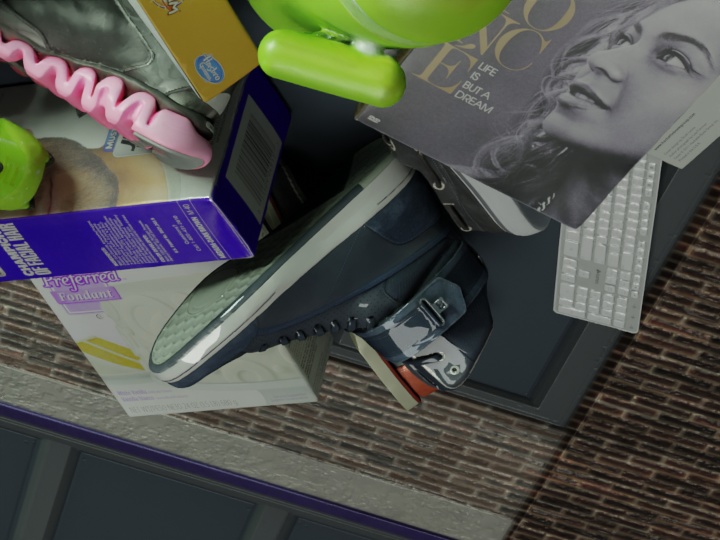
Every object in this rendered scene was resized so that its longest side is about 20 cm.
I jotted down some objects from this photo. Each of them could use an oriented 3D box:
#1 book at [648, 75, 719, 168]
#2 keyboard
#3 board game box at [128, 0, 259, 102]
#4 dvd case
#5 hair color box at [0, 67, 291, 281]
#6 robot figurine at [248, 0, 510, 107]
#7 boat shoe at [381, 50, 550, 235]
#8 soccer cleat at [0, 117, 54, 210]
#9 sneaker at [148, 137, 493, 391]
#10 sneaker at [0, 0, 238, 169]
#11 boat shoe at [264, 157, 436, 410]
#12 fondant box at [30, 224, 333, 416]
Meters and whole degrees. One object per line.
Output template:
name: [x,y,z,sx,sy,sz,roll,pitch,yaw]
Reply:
book: [0.133,-0.139,1.591,0.200,0.048,0.134,27,141,-19]
keyboard: [0.149,-0.024,1.781,0.056,0.011,0.200,10,146,7]
board game box: [-0.135,-0.199,1.515,0.040,0.153,0.200,-35,136,-2]
dvd case: [0.110,-0.115,1.574,0.148,0.016,0.200,26,130,-18]
hair color box: [-0.151,-0.059,1.752,0.199,0.110,0.065,-7,141,27]
robot figurine: [0.010,-0.171,1.494,0.115,0.176,0.200,20,172,-30]
boat shoe: [0.044,-0.083,1.691,0.066,0.070,0.200,-8,148,27]
soccer cleat: [-0.264,-0.082,1.727,0.200,0.068,0.081,17,176,45]
sneaker: [-0.014,0.038,1.753,0.146,0.202,0.077,54,174,-21]
sneaker: [-0.151,-0.140,1.675,0.200,0.096,0.079,31,179,13]
boat shoe: [0.000,0.000,1.825,0.062,0.071,0.200,-35,116,4]
fondant box: [-0.123,0.008,1.867,0.144,0.058,0.200,-6,137,25]
